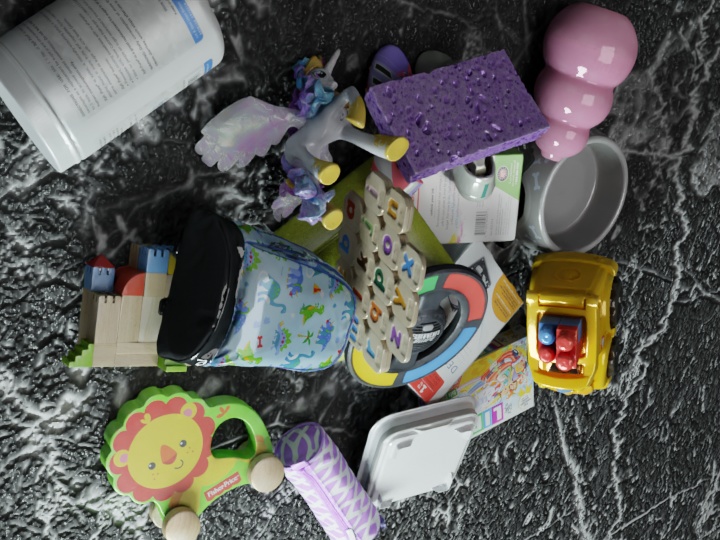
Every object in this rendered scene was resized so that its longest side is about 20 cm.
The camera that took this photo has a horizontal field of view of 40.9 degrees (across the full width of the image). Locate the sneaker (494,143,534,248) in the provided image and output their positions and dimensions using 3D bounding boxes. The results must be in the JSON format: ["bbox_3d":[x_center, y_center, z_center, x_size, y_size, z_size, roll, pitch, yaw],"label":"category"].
[{"bbox_3d":[0.199,-0.133,1.303,0.103,0.060,0.202,-33,123,-13],"label":"sneaker"}]

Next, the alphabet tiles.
[{"bbox_3d":[0.020,0.002,1.044,0.014,0.196,0.204,-3,115,-25],"label":"alphabet tiles"}]

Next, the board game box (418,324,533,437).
[{"bbox_3d":[0.175,0.179,1.447,0.197,0.034,0.137,-22,122,-26],"label":"board game box"}]

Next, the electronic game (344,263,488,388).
[{"bbox_3d":[0.070,0.071,1.185,0.197,0.042,0.202,-19,139,-17],"label":"electronic game"}]

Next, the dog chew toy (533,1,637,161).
[{"bbox_3d":[0.285,-0.244,1.273,0.123,0.124,0.203,6,108,-37],"label":"dog chew toy"}]

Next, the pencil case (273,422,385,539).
[{"bbox_3d":[-0.043,0.298,1.304,0.083,0.086,0.202,-21,121,16],"label":"pencil case"}]

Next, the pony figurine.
[{"bbox_3d":[-0.059,-0.136,1.053,0.193,0.201,0.166,-46,133,10],"label":"pony figurine"}]

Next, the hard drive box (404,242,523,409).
[{"bbox_3d":[0.107,0.060,1.317,0.200,0.077,0.156,-48,130,-7],"label":"hard drive box"}]

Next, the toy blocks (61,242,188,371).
[{"bbox_3d":[-0.227,0.032,1.066,0.197,0.099,0.140,3,98,-36],"label":"toy blocks"}]

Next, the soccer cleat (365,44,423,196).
[{"bbox_3d":[0.047,-0.174,1.117,0.066,0.076,0.204,15,68,-32],"label":"soccer cleat"}]

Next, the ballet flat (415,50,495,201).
[{"bbox_3d":[0.120,-0.183,1.149,0.068,0.069,0.204,-9,75,-32],"label":"ballet flat"}]

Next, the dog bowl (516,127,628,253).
[{"bbox_3d":[0.305,-0.113,1.390,0.197,0.058,0.204,-16,119,-30],"label":"dog bowl"}]

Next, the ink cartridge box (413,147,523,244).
[{"bbox_3d":[0.098,-0.098,1.220,0.196,0.068,0.119,-3,114,-11],"label":"ink cartridge box"}]

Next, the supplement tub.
[{"bbox_3d":[-0.240,-0.202,0.912,0.199,0.131,0.133,-38,128,-15],"label":"supplement tub"}]

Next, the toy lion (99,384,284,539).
[{"bbox_3d":[-0.210,0.220,1.180,0.198,0.068,0.195,-28,117,-23],"label":"toy lion"}]

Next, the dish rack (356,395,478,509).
[{"bbox_3d":[0.082,0.265,1.360,0.169,0.044,0.202,-9,137,-22],"label":"dish rack"}]

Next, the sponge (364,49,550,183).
[{"bbox_3d":[0.111,-0.177,1.090,0.197,0.113,0.030,-21,167,-27],"label":"sponge"}]

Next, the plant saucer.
[{"bbox_3d":[0.000,0.000,1.174,0.198,0.048,0.201,-37,118,4],"label":"plant saucer"}]

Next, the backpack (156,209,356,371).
[{"bbox_3d":[-0.100,0.037,1.052,0.199,0.152,0.166,18,88,-57],"label":"backpack"}]

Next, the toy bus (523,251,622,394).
[{"bbox_3d":[0.285,0.100,1.332,0.192,0.133,0.204,-50,140,-59],"label":"toy bus"}]
